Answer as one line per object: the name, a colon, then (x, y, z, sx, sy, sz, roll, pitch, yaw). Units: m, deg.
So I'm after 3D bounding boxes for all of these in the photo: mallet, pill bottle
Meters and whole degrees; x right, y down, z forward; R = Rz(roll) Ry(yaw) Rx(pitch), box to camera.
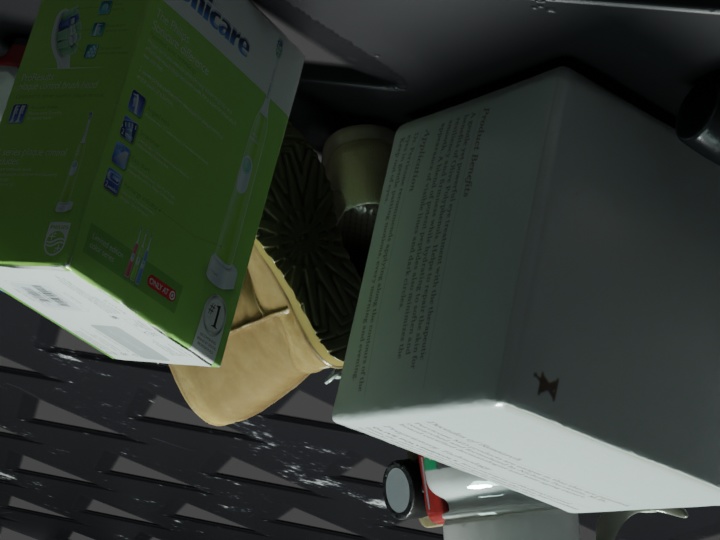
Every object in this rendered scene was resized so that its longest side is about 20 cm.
mallet: (0.251, -0.089, 0.897, 0.065, 0.042, 0.199, 27, 155, -30)
pill bottle: (0.096, 0.097, 1.233, 0.112, 0.202, 0.113, -5, 171, -1)

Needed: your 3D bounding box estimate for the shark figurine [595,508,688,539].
shark figurine: (0.186, 0.091, 1.233, 0.089, 0.128, 0.216, -17, 142, -34)

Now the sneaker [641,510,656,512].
sneaker: (0.198, 0.141, 1.394, 0.111, 0.078, 0.199, 20, 179, -42)

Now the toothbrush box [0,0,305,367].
toothbrush box: (-0.122, -0.066, 0.986, 0.085, 0.202, 0.145, 4, 160, 33)

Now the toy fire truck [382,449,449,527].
toy fire truck: (0.110, 0.092, 1.333, 0.127, 0.178, 0.200, -2, 168, -31)

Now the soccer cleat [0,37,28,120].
soccer cleat: (-0.155, -0.085, 1.144, 0.198, 0.086, 0.069, 16, 162, -2)

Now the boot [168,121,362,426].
boot: (-0.082, 0.007, 1.158, 0.066, 0.177, 0.199, -19, 177, -33)

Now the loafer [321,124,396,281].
loafer: (0.000, 0.000, 1.165, 0.075, 0.069, 0.201, -2, 130, 4)

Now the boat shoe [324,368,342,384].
boat shoe: (-0.019, 0.042, 1.330, 0.062, 0.075, 0.200, 37, 155, -10)

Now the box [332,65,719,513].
box: (0.122, 0.021, 1.051, 0.199, 0.201, 0.171, 23, 160, -28)
